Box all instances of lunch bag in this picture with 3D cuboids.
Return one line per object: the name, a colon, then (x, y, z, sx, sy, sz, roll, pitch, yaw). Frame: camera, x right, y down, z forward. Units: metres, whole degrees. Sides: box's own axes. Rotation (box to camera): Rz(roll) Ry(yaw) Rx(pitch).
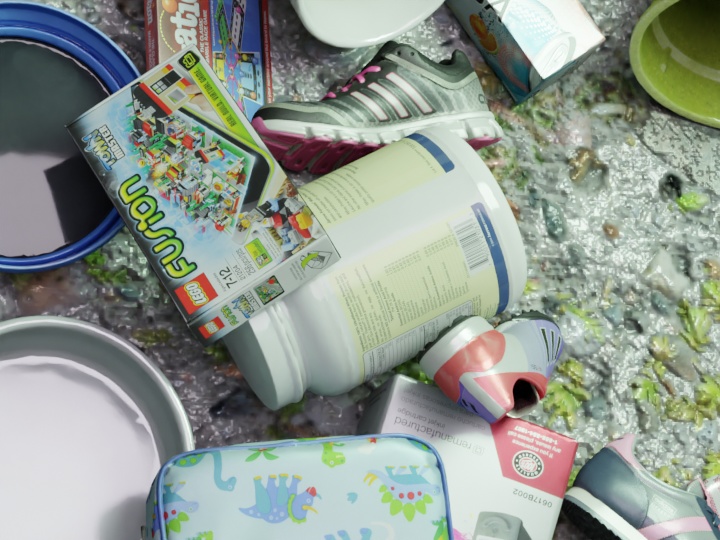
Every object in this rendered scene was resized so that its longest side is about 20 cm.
lunch bag: (-0.039, 0.192, 1.271, 0.200, 0.082, 0.161, -4, 75, -14)

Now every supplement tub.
supplement tub: (0.000, 0.000, 1.379, 0.200, 0.145, 0.145, -26, 84, -14)

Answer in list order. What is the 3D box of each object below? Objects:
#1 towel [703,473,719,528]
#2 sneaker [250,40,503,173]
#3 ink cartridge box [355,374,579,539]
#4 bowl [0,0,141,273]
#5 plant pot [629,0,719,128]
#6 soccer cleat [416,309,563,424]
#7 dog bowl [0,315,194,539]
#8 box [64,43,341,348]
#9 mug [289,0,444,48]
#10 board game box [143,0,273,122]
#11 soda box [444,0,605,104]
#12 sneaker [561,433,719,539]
towel: (0.252, 0.242, 1.448, 0.200, 0.030, 0.146, -25, 82, -19)
sneaker: (0.007, -0.126, 1.458, 0.200, 0.074, 0.088, -5, 77, -22)
ink cartridge box: (0.053, 0.193, 1.380, 0.148, 0.086, 0.200, 20, 71, -9)
bowl: (-0.247, -0.093, 1.400, 0.200, 0.039, 0.201, 4, 75, -14)
plant pot: (0.316, -0.238, 1.520, 0.200, 0.200, 0.184, 15, 61, -10)
soccer cleat: (0.105, 0.072, 1.380, 0.068, 0.200, 0.073, -43, 73, 16)
dog bowl: (-0.216, 0.136, 1.327, 0.200, 0.079, 0.200, 4, 75, -14)
box: (-0.109, -0.054, 1.325, 0.110, 0.035, 0.200, -34, 57, -3)
mug: (-0.003, -0.280, 1.442, 0.187, 0.149, 0.153, -42, 53, 7)
board game box: (-0.110, -0.147, 1.439, 0.103, 0.019, 0.200, 7, 73, -38)
soda box: (0.099, -0.233, 1.514, 0.068, 0.064, 0.200, -34, 85, -20)
sneaker: (0.244, 0.196, 1.410, 0.200, 0.070, 0.082, 38, 72, -1)
